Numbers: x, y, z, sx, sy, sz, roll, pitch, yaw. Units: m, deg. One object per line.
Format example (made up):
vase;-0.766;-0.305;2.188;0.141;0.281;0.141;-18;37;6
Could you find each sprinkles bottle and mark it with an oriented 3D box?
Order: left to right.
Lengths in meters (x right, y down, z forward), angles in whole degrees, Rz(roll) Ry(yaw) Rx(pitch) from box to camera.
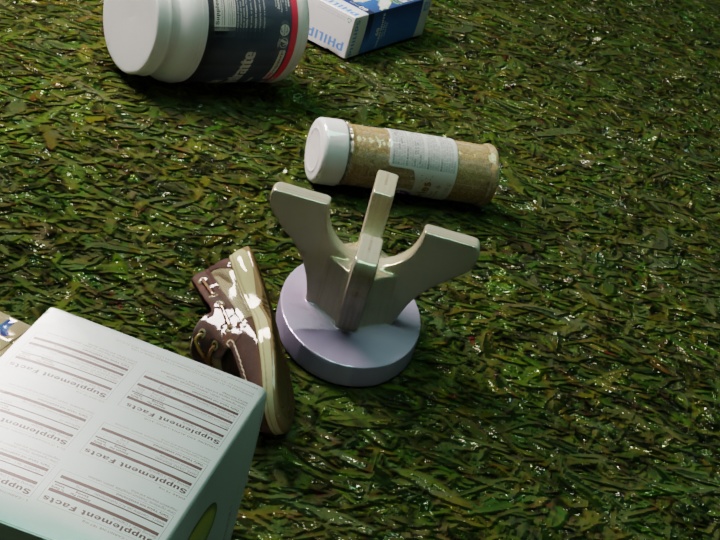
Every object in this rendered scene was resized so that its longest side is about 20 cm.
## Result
sprinkles bottle;0.044;-0.112;1.733;0.198;0.069;0.068;7;28;-20

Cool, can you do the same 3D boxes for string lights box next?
string lights box;-0.002;-0.333;2.146;0.102;0.059;0.200;29;29;21

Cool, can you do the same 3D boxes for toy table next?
toy table;0.000;0.000;1.435;0.182;0.118;0.200;11;28;-12

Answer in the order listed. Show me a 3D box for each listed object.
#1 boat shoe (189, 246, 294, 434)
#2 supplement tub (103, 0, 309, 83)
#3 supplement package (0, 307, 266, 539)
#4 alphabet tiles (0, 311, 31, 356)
boat shoe;-0.100;0.061;1.330;0.071;0.072;0.201;-17;43;-1
supplement tub;-0.169;-0.279;1.847;0.199;0.141;0.140;-5;33;-37
supplement package;-0.165;0.164;0.928;0.146;0.193;0.200;19;27;7
alphabet tiles;-0.308;0.073;1.231;0.165;0.006;0.200;24;27;12
